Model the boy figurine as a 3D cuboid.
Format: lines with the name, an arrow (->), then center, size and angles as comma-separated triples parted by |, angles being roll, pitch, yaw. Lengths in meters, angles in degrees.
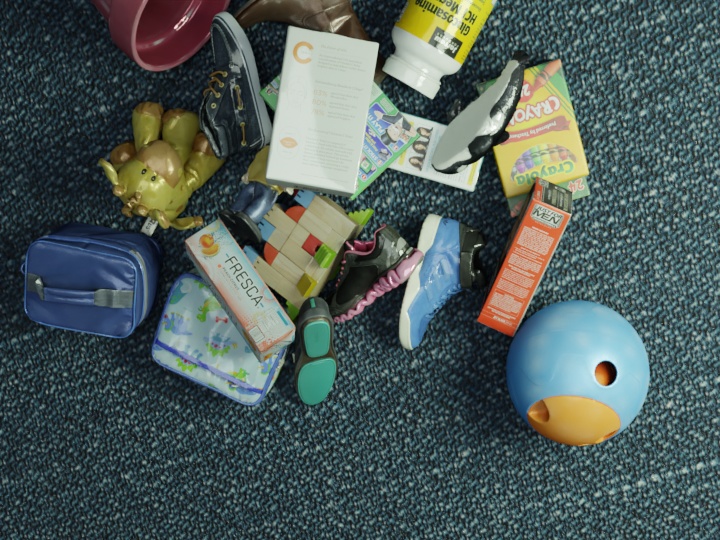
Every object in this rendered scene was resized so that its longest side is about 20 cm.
boy figurine -> -0.125, -0.138, 1.492 | 0.065, 0.123, 0.201 | 51, 63, -34

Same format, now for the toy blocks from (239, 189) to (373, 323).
toy blocks -> -0.093, -0.045, 1.526 | 0.136, 0.100, 0.201 | 37, 102, 12

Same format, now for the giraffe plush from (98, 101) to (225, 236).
giraffe plush -> -0.301, -0.138, 1.490 | 0.170, 0.162, 0.203 | 14, 98, 3

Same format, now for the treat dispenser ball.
treat dispenser ball -> 0.303, 0.143, 1.447 | 0.197, 0.201, 0.204 | 1, 98, 6

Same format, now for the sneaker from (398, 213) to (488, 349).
sneaker -> 0.127, 0.028, 1.512 | 0.110, 0.077, 0.203 | 15, 93, 13

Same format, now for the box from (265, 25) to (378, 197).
box -> -0.054, -0.210, 1.390 | 0.122, 0.097, 0.203 | 9, 90, -5

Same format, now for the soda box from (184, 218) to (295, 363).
soda box -> -0.172, 0.029, 1.477 | 0.063, 0.069, 0.201 | -32, 76, -16

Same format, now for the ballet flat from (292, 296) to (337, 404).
ballet flat -> -0.069, 0.114, 1.536 | 0.072, 0.074, 0.202 | 9, 136, 5

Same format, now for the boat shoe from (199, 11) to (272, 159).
boat shoe -> -0.196, -0.265, 1.487 | 0.090, 0.071, 0.203 | -24, 103, -28

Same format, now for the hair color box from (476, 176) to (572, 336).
hair color box -> 0.233, -0.020, 1.459 | 0.060, 0.102, 0.202 | 23, 115, 2

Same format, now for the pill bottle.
pill bottle -> 0.113, -0.350, 1.446 | 0.111, 0.112, 0.202 | 29, 100, 1

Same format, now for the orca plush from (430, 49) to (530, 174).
orca plush -> 0.182, -0.212, 1.446 | 0.071, 0.105, 0.202 | 26, 93, -41

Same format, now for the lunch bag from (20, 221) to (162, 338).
lunch bag -> -0.406, 0.013, 1.530 | 0.197, 0.132, 0.138 | 8, 106, 5

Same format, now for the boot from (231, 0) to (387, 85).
boot -> -0.073, -0.322, 1.499 | 0.184, 0.064, 0.202 | -25, 99, 11

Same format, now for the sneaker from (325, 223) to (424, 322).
sneaker -> 0.000, 0.000, 1.497 | 0.096, 0.079, 0.199 | 47, 126, -8

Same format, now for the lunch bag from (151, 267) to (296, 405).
lunch bag -> -0.206, 0.103, 1.557 | 0.198, 0.082, 0.163 | 26, 102, 3

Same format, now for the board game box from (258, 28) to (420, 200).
board game box -> -0.029, -0.219, 1.457 | 0.134, 0.029, 0.200 | -41, 93, 0

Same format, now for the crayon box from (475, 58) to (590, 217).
crayon box -> 0.251, -0.188, 1.485 | 0.125, 0.051, 0.203 | -16, 96, 8

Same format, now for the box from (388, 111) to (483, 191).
box -> 0.081, -0.182, 1.503 | 0.197, 0.049, 0.084 | 17, 98, 3

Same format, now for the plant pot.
plant pot -> -0.306, -0.413, 1.452 | 0.178, 0.200, 0.201 | 39, 100, 15
